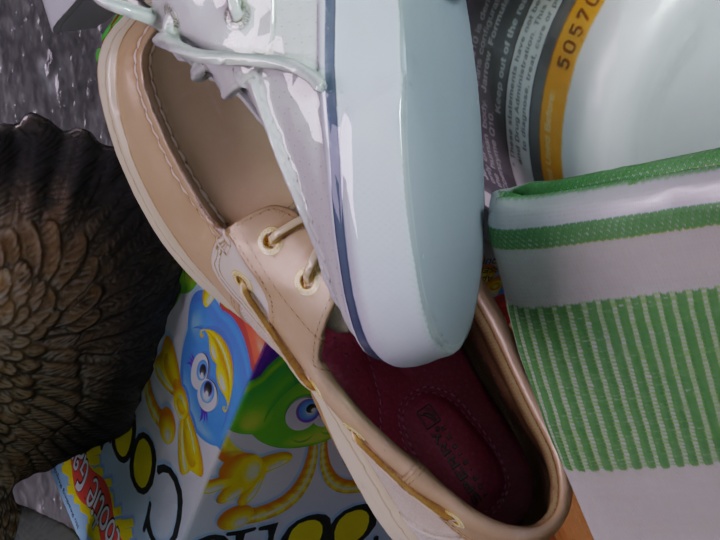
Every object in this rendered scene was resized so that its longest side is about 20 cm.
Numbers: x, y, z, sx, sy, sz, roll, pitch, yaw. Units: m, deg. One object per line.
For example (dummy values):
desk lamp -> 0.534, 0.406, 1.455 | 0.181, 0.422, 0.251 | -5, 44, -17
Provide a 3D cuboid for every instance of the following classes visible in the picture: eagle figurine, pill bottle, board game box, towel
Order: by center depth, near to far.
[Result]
towel -> 0.118, 0.061, 0.710 | 0.152, 0.023, 0.201 | -9, 113, 45
pill bottle -> 0.060, -0.070, 0.820 | 0.200, 0.116, 0.117 | 34, 122, 54
eagle figurine -> -0.146, 0.047, 0.953 | 0.200, 0.150, 0.153 | 146, 128, -65
board game box -> -0.024, 0.028, 0.994 | 0.105, 0.102, 0.201 | 61, 142, 38

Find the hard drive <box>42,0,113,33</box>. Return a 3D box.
hard drive -> -0.105, -0.202, 1.011 | 0.132, 0.026, 0.201 | -36, 69, 56

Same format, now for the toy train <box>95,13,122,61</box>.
toy train -> -0.054, -0.132, 1.100 | 0.200, 0.042, 0.057 | 135, 135, -53

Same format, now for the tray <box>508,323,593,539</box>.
tray -> 0.088, 0.106, 0.871 | 0.099, 0.037, 0.201 | -59, 43, 45

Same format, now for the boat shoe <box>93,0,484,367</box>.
boat shoe -> -0.025, -0.073, 0.722 | 0.086, 0.075, 0.203 | -10, 89, 19

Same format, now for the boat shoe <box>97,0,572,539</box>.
boat shoe -> 0.000, 0.000, 0.846 | 0.200, 0.074, 0.069 | 53, 160, -9
